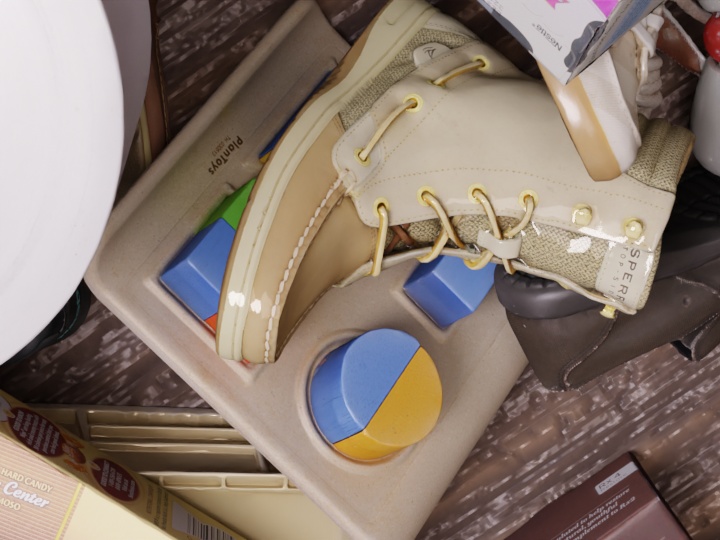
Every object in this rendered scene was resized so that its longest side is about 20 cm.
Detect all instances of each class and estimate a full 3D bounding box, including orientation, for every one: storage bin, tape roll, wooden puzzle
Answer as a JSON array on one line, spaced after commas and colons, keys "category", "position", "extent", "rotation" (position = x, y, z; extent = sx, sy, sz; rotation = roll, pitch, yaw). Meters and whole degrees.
[{"category": "storage bin", "position": [-0.086, 0.173, 0.877], "extent": [0.197, 0.094, 0.201], "rotation": [2, 102, -6]}, {"category": "tape roll", "position": [-0.173, -0.068, 0.619], "extent": [0.201, 0.139, 0.204], "rotation": [-1, 107, -3]}, {"category": "wooden puzzle", "position": [0.000, 0.000, 0.818], "extent": [0.200, 0.046, 0.185], "rotation": [47, 55, -15]}]

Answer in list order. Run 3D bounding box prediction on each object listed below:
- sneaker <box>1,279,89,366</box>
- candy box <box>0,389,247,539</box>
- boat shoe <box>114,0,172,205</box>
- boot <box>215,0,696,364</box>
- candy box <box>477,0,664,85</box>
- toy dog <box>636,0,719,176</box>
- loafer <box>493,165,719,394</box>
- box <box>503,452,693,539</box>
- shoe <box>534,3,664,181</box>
[{"category": "sneaker", "position": [-0.223, 0.013, 0.828], "extent": [0.199, 0.079, 0.076], "rotation": [-4, 107, -3]}, {"category": "candy box", "position": [-0.144, 0.128, 0.785], "extent": [0.200, 0.055, 0.116], "rotation": [33, 98, -10]}, {"category": "boat shoe", "position": [-0.114, -0.122, 0.814], "extent": [0.072, 0.067, 0.201], "rotation": [-8, 100, 41]}, {"category": "boot", "position": [0.042, -0.016, 0.749], "extent": [0.155, 0.200, 0.073], "rotation": [26, 139, 8]}, {"category": "candy box", "position": [0.100, -0.181, 0.699], "extent": [0.136, 0.061, 0.200], "rotation": [44, 62, 8]}, {"category": "toy dog", "position": [0.153, -0.151, 0.840], "extent": [0.131, 0.096, 0.201], "rotation": [8, 115, -14]}, {"category": "loafer", "position": [0.150, 0.002, 0.859], "extent": [0.199, 0.073, 0.072], "rotation": [-16, 118, -20]}, {"category": "box", "position": [0.154, 0.202, 0.915], "extent": [0.100, 0.075, 0.200], "rotation": [-36, 101, 4]}, {"category": "shoe", "position": [0.089, -0.132, 0.737], "extent": [0.053, 0.070, 0.201], "rotation": [-16, 66, 18]}]
